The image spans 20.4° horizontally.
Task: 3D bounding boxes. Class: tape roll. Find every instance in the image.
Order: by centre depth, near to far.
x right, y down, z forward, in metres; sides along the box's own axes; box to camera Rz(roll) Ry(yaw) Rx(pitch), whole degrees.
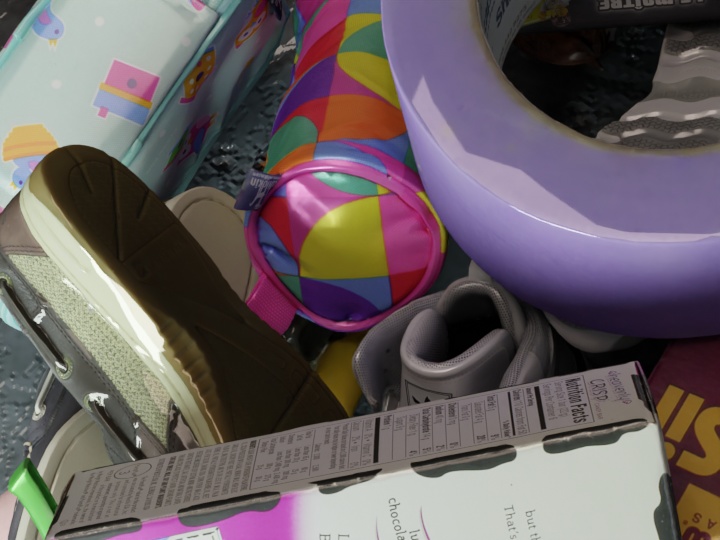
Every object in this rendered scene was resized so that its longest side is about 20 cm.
[{"bbox_3d":[0.110,-0.083,0.719,0.198,0.085,0.201,-4,66,9],"label":"tape roll"}]

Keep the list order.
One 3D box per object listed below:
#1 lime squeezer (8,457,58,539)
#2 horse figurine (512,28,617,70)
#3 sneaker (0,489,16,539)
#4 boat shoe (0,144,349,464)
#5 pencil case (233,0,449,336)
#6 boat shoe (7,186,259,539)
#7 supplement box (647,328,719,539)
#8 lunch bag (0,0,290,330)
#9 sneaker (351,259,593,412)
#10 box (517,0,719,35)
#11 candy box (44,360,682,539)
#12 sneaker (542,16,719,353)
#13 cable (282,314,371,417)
[{"bbox_3d":[-0.057,0.141,0.727,0.071,0.199,0.038,-55,18,6],"label":"lime squeezer"},{"bbox_3d":[0.058,-0.163,0.945,0.199,0.050,0.133,23,64,25],"label":"horse figurine"},{"bbox_3d":[-0.076,0.139,0.797,0.105,0.075,0.200,-44,53,-3],"label":"sneaker"},{"bbox_3d":[-0.064,0.048,0.732,0.066,0.072,0.201,-38,90,34],"label":"boat shoe"},{"bbox_3d":[-0.001,-0.058,0.841,0.088,0.089,0.200,-7,32,14],"label":"pencil case"},{"bbox_3d":[-0.096,0.061,0.790,0.063,0.073,0.201,-16,47,48],"label":"boat shoe"},{"bbox_3d":[0.185,0.054,0.746,0.130,0.103,0.201,24,71,27],"label":"supplement box"},{"bbox_3d":[-0.105,-0.067,0.868,0.077,0.160,0.201,35,86,7],"label":"lunch bag"},{"bbox_3d":[0.022,0.088,0.771,0.075,0.115,0.201,21,69,27],"label":"sneaker"},{"bbox_3d":[0.129,-0.144,0.841,0.198,0.035,0.110,-3,35,11],"label":"box"},{"bbox_3d":[0.010,0.119,0.662,0.199,0.137,0.061,-11,17,5],"label":"candy box"},{"bbox_3d":[0.138,-0.033,0.804,0.074,0.082,0.200,12,50,33],"label":"sneaker"},{"bbox_3d":[0.000,0.000,0.888,0.097,0.050,0.200,16,53,43],"label":"cable"}]
